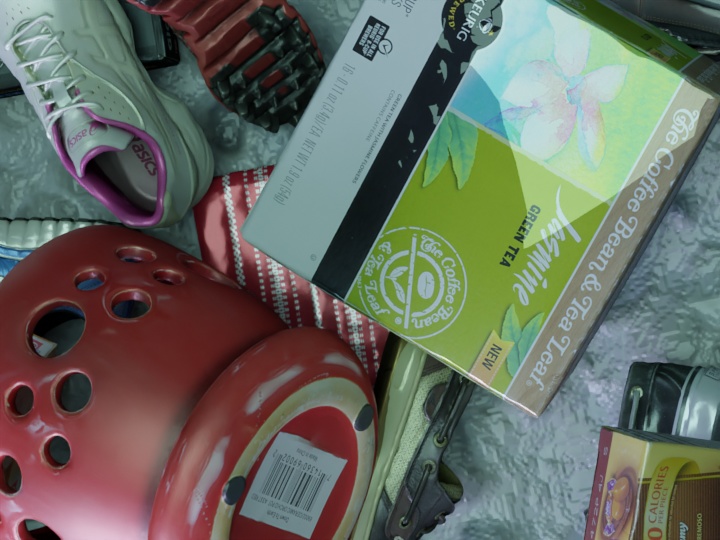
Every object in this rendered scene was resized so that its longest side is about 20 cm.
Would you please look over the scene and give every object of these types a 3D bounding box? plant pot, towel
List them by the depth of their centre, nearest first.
[{"bbox_3d":[-0.105,0.097,1.155,0.182,0.200,0.202,24,94,32],"label":"plant pot"},{"bbox_3d":[0.000,0.000,1.259,0.198,0.022,0.146,-10,89,8],"label":"towel"}]

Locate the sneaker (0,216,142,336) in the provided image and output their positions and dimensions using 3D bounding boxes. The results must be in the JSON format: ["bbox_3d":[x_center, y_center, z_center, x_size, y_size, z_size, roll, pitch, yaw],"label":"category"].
[{"bbox_3d":[-0.231,0.012,1.267,0.198,0.079,0.090,2,88,9],"label":"sneaker"}]

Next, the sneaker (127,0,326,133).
[{"bbox_3d":[-0.087,-0.163,1.216,0.071,0.200,0.098,-35,42,10],"label":"sneaker"}]

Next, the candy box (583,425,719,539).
[{"bbox_3d":[0.219,0.158,1.160,0.198,0.056,0.118,9,92,-22],"label":"candy box"}]

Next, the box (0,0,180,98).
[{"bbox_3d":[-0.219,-0.188,1.280,0.198,0.046,0.160,-9,90,9],"label":"box"}]

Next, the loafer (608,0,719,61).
[{"bbox_3d":[0.162,-0.150,1.218,0.198,0.072,0.063,17,112,14],"label":"loafer"}]

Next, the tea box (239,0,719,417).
[{"bbox_3d":[0.074,-0.063,1.154,0.196,0.134,0.201,30,105,7],"label":"tea box"}]

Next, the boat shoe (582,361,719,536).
[{"bbox_3d":[0.165,0.150,1.217,0.070,0.072,0.202,13,89,25],"label":"boat shoe"}]

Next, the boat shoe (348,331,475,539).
[{"bbox_3d":[0.029,0.124,1.223,0.064,0.073,0.202,12,106,-1],"label":"boat shoe"}]

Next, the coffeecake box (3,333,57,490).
[{"bbox_3d":[-0.296,0.080,1.249,0.199,0.073,0.154,23,122,8],"label":"coffeecake box"}]

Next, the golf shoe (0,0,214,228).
[{"bbox_3d":[-0.160,-0.107,1.206,0.075,0.092,0.200,-36,103,19],"label":"golf shoe"}]
